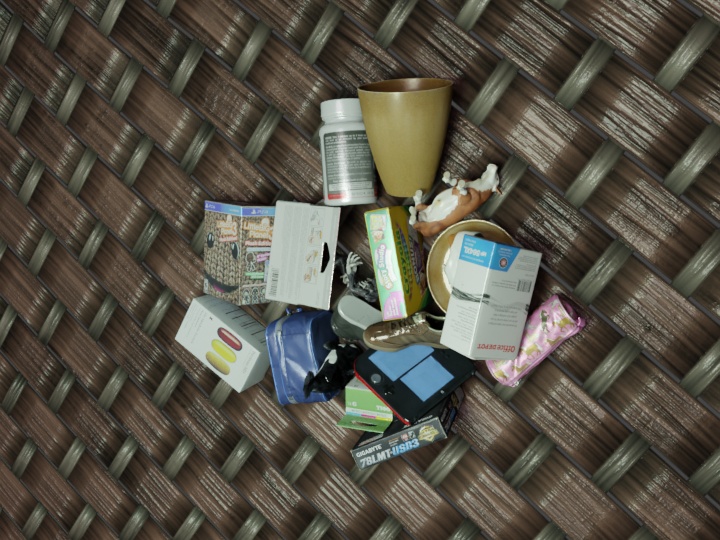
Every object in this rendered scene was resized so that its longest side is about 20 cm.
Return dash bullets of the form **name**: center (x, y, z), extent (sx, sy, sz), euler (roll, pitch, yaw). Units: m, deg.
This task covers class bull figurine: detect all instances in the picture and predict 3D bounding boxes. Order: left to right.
- **bull figurine**: center (0.178, -0.135, 1.363), extent (0.199, 0.120, 0.066), euler (-38, 56, 21)

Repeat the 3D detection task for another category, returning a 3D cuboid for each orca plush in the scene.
- **orca plush**: center (-0.041, 0.194, 1.443), extent (0.069, 0.198, 0.109), euler (-9, 87, 30)

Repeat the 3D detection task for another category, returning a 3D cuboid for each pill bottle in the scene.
- **pill bottle**: center (-0.025, -0.236, 1.438), extent (0.111, 0.113, 0.207), euler (-2, 96, 22)

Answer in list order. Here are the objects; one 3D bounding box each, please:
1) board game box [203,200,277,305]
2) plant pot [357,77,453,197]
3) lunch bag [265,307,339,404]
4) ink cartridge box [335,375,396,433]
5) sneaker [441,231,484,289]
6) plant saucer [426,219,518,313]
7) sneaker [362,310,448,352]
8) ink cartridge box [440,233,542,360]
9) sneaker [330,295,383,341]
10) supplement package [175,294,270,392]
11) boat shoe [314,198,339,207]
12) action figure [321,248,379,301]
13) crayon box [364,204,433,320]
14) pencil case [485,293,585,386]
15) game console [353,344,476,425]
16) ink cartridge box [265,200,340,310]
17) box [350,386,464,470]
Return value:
- **board game box**: center (-0.258, -0.042, 1.534), extent (0.157, 0.095, 0.207), euler (11, 102, 48)
- **plant pot**: center (0.091, -0.253, 1.369), extent (0.181, 0.186, 0.206), euler (4, 113, 21)
- **lunch bag**: center (-0.125, 0.178, 1.516), extent (0.129, 0.135, 0.206), euler (-10, 93, 22)
- **ink cartridge box**: center (0.032, 0.249, 1.424), extent (0.101, 0.199, 0.061), euler (5, 104, 21)
- **sneaker**: center (0.201, 0.026, 1.372), extent (0.083, 0.072, 0.207), euler (7, 103, 47)
- **plant saucer**: center (0.227, 0.002, 1.404), extent (0.194, 0.035, 0.207), euler (3, 98, 22)
- **sneaker**: center (0.102, 0.108, 1.398), extent (0.193, 0.072, 0.077), euler (-2, 133, -5)
- **ink cartridge box**: center (0.236, 0.051, 1.291), extent (0.083, 0.143, 0.206), euler (20, 99, 48)
- **sneaker**: center (0.022, 0.129, 1.494), extent (0.198, 0.072, 0.099), euler (35, 152, -10)
- **supplement package**: center (-0.294, 0.156, 1.597), extent (0.198, 0.109, 0.116), euler (35, 108, 15)
- **boat shoe**: center (-0.115, -0.067, 1.522), extent (0.072, 0.062, 0.201), euler (42, 110, 12)
- **action figure**: center (0.000, 0.000, 1.456), extent (0.196, 0.118, 0.105), euler (24, 113, 24)
- **crayon box**: center (0.078, -0.021, 1.388), extent (0.057, 0.172, 0.206), euler (-10, 93, 22)
- **pencil case**: center (0.330, 0.133, 1.353), extent (0.087, 0.083, 0.200), euler (45, 110, 2)
- **game console**: center (0.103, 0.189, 1.387), extent (0.176, 0.198, 0.032), euler (36, 143, 34)
- **ink cartridge box**: center (-0.108, -0.032, 1.449), extent (0.172, 0.044, 0.207), euler (9, 92, 35)
- **box**: center (0.097, 0.299, 1.404), extent (0.197, 0.198, 0.051), euler (-28, 92, 23)
